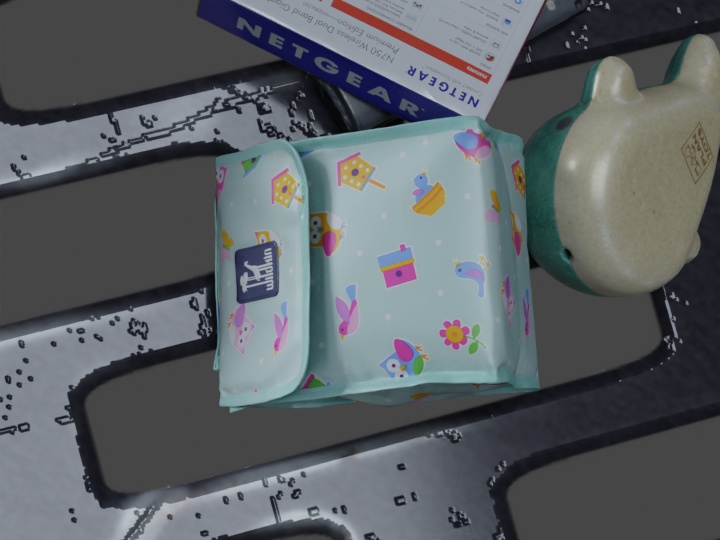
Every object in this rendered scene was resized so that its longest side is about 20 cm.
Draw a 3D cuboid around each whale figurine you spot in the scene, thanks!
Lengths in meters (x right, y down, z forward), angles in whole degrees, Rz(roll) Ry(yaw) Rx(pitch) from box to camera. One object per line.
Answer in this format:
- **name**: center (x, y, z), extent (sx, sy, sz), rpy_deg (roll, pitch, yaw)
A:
- **whale figurine**: center (0.172, -0.071, 1.670), extent (0.200, 0.104, 0.159), rpy_deg (-50, 126, -35)

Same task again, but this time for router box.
- **router box**: center (0.022, -0.201, 1.647), extent (0.200, 0.049, 0.180), rpy_deg (27, 70, 2)

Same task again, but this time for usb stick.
- **usb stick**: center (0.062, -0.152, 1.681), extent (0.200, 0.033, 0.055), rpy_deg (-30, 88, -16)

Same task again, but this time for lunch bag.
- **lunch bag**: center (0.000, 0.000, 1.590), extent (0.200, 0.122, 0.171), rpy_deg (-5, 84, 17)
